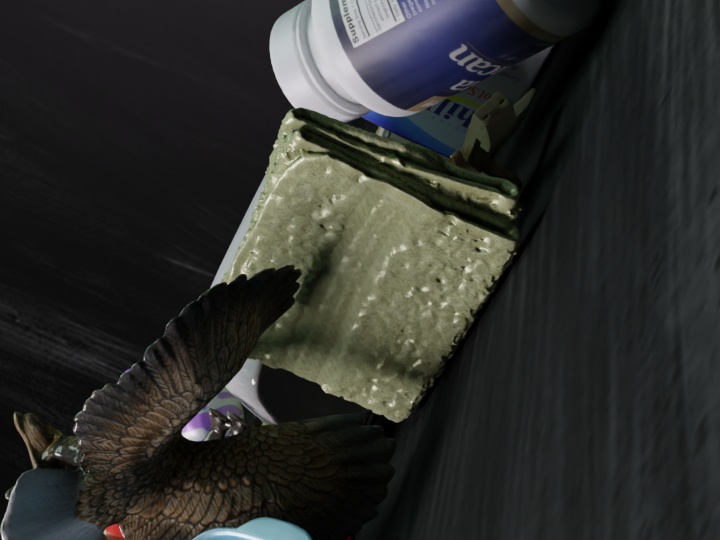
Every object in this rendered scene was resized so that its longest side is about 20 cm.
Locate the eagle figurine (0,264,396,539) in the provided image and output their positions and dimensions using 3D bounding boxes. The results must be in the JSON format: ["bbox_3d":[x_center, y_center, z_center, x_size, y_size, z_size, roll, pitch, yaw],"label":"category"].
[{"bbox_3d":[-0.102,0.096,1.042,0.152,0.199,0.152,30,-133,-56],"label":"eagle figurine"}]

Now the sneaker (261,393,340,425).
[{"bbox_3d":[-0.022,0.082,1.348,0.105,0.075,0.202,-151,73,-75],"label":"sneaker"}]

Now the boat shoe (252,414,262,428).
[{"bbox_3d":[-0.052,0.121,1.444,0.074,0.066,0.201,-142,75,-84],"label":"boat shoe"}]

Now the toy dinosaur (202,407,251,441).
[{"bbox_3d":[-0.092,0.148,1.190,0.103,0.077,0.200,-57,7,0],"label":"toy dinosaur"}]

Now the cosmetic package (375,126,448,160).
[{"bbox_3d":[0.019,-0.040,1.441,0.200,0.071,0.106,120,172,-47],"label":"cosmetic package"}]

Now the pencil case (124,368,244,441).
[{"bbox_3d":[-0.120,0.158,1.400,0.084,0.085,0.201,118,139,-77],"label":"pencil case"}]

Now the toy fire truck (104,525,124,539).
[{"bbox_3d":[-0.137,0.258,1.282,0.049,0.140,0.201,122,171,-55],"label":"toy fire truck"}]

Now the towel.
[{"bbox_3d":[0.000,0.000,1.050,0.037,0.148,0.201,-68,2,-46],"label":"towel"}]

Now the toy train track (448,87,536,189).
[{"bbox_3d":[0.068,-0.037,1.101,0.115,0.032,0.200,-43,-14,-24],"label":"toy train track"}]

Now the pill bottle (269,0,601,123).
[{"bbox_3d":[0.041,-0.161,1.135,0.199,0.111,0.111,-24,33,38],"label":"pill bottle"}]

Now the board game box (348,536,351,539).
[{"bbox_3d":[-0.057,0.229,1.121,0.200,0.046,0.152,-87,22,-76],"label":"board game box"}]

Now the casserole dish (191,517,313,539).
[{"bbox_3d":[-0.069,0.230,0.967,0.039,0.120,0.201,43,-115,-54],"label":"casserole dish"}]

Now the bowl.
[{"bbox_3d":[-0.031,0.013,1.237,0.201,0.074,0.200,-65,-26,-12],"label":"bowl"}]

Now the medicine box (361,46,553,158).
[{"bbox_3d":[0.093,-0.209,1.280,0.183,0.102,0.200,-71,7,-46],"label":"medicine box"}]
